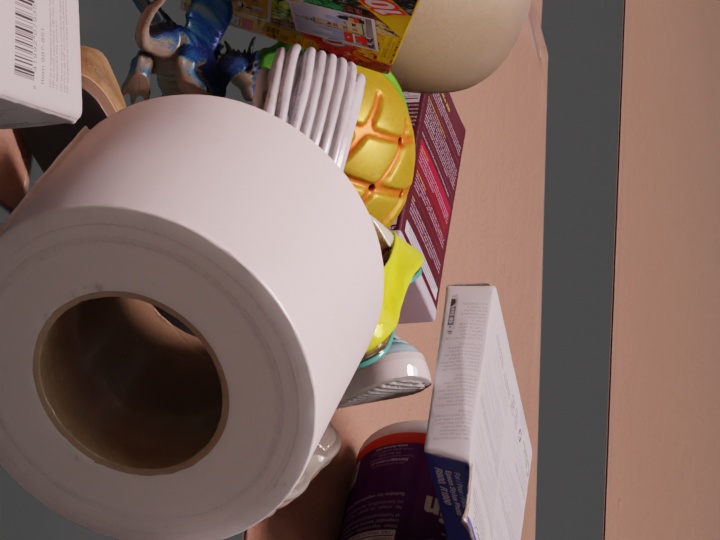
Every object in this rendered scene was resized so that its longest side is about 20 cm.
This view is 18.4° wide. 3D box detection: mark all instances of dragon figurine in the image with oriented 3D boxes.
[{"bbox_3d":[-0.112,-0.143,1.386,0.200,0.058,0.100,60,30,-60],"label":"dragon figurine"}]

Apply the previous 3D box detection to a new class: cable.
[{"bbox_3d":[-0.051,-0.039,1.374,0.200,0.069,0.202,114,-9,-69],"label":"cable"}]

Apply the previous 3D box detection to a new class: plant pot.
[{"bbox_3d":[0.009,-0.221,1.599,0.134,0.199,0.202,-13,99,-43],"label":"plant pot"}]

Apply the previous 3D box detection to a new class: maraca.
[{"bbox_3d":[-0.022,-0.096,1.539,0.136,0.107,0.201,-24,127,-32],"label":"maraca"}]

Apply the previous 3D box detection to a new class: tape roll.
[{"bbox_3d":[-0.099,0.026,1.180,0.139,0.201,0.204,-62,143,-57],"label":"tape roll"}]

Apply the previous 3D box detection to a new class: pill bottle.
[{"bbox_3d":[0.035,0.218,1.655,0.201,0.111,0.113,-76,154,-42],"label":"pill bottle"}]

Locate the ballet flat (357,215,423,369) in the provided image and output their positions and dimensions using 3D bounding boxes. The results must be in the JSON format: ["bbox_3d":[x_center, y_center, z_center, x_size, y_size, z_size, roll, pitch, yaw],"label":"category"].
[{"bbox_3d":[0.000,0.000,1.422,0.200,0.066,0.067,-71,138,-71],"label":"ballet flat"}]

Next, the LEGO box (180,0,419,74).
[{"bbox_3d":[-0.031,-0.201,1.376,0.200,0.148,0.078,116,-10,-79],"label":"LEGO box"}]

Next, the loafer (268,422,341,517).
[{"bbox_3d":[-0.071,0.135,1.445,0.063,0.072,0.200,-53,168,17],"label":"loafer"}]

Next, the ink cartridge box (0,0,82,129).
[{"bbox_3d":[-0.214,-0.153,1.060,0.200,0.083,0.147,14,73,-70],"label":"ink cartridge box"}]

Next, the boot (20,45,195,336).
[{"bbox_3d":[-0.136,-0.037,1.295,0.076,0.073,0.201,-80,156,-60],"label":"boot"}]

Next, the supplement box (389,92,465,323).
[{"bbox_3d":[0.033,-0.069,1.783,0.109,0.060,0.201,65,29,-48],"label":"supplement box"}]

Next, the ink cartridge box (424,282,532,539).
[{"bbox_3d":[0.081,0.148,1.550,0.200,0.040,0.201,74,19,-46],"label":"ink cartridge box"}]

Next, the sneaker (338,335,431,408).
[{"bbox_3d":[-0.008,0.054,1.552,0.200,0.073,0.083,162,-82,-71],"label":"sneaker"}]
